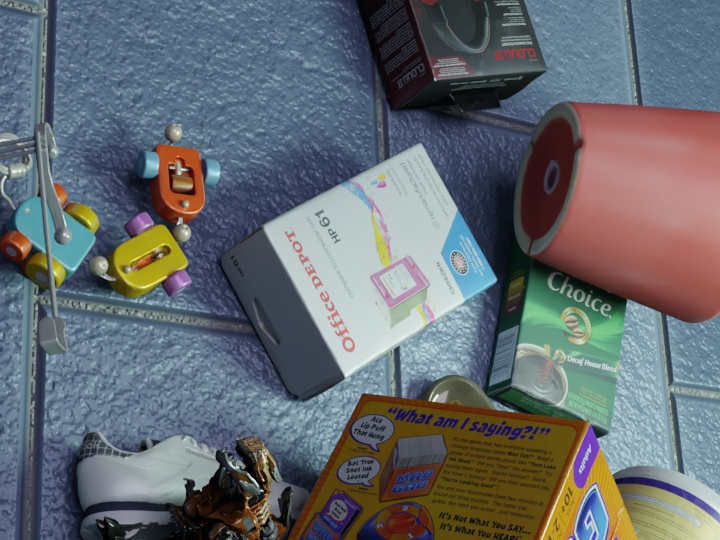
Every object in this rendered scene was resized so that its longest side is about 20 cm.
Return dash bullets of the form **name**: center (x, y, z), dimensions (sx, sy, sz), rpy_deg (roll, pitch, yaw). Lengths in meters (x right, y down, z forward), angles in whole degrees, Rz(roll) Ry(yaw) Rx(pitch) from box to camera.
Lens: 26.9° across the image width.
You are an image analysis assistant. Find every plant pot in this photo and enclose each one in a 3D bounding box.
- **plant pot**: center (0.247, -0.065, 1.375), dimensions (0.176, 0.200, 0.202), rpy_deg (12, 65, -16)

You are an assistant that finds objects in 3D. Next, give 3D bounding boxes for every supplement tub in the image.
- **supplement tub**: center (0.239, 0.287, 1.306), dimensions (0.145, 0.145, 0.200), rpy_deg (45, 54, -11)

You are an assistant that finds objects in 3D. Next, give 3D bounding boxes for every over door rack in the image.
- **over door rack**: center (-0.283, -0.005, 1.073), dimensions (0.146, 0.067, 0.202), rpy_deg (-11, 55, 1)

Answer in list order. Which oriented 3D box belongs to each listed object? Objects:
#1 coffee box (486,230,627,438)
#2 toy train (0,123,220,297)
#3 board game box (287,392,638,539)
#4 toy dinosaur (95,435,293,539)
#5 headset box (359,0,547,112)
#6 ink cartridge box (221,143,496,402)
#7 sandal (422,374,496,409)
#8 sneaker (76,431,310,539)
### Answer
- **coffee box**: center (0.192, 0.046, 1.430), dimensions (0.122, 0.044, 0.202), rpy_deg (27, 59, -22)
- **toy train**: center (-0.204, -0.044, 1.202), dimensions (0.198, 0.056, 0.152), rpy_deg (1, 65, -33)
- **board game box**: center (0.078, 0.241, 1.139), dimensions (0.201, 0.198, 0.201), rpy_deg (-61, 139, -33)
- **toy dinosaur**: center (-0.107, 0.216, 1.086), dimensions (0.135, 0.102, 0.202), rpy_deg (-12, 106, -33)
- **headset box**: center (0.084, -0.245, 1.450), dimensions (0.148, 0.075, 0.202), rpy_deg (-9, 77, -36)
- **ink cartridge box**: center (0.000, 0.000, 1.296), dimensions (0.199, 0.084, 0.145), rpy_deg (-30, 90, -36)
- **sandal**: center (0.123, 0.168, 1.293), dimensions (0.080, 0.054, 0.201), rpy_deg (-32, 70, -15)
- **sneaker**: center (-0.122, 0.167, 1.164), dimensions (0.198, 0.076, 0.081), rpy_deg (9, 58, -32)
